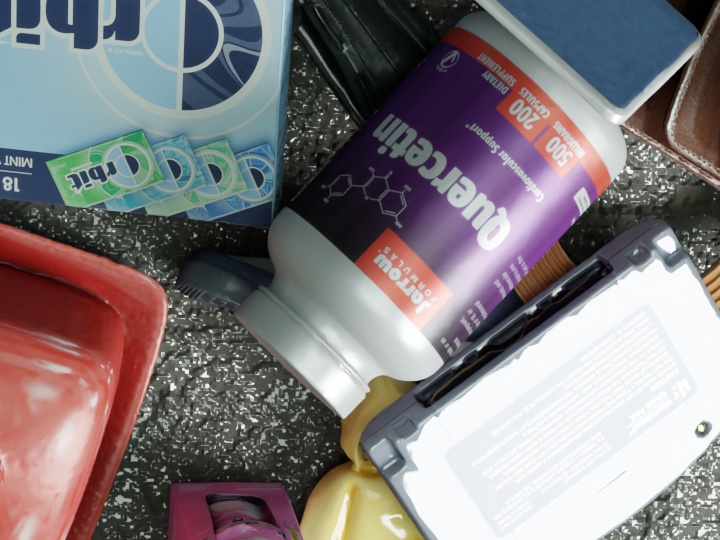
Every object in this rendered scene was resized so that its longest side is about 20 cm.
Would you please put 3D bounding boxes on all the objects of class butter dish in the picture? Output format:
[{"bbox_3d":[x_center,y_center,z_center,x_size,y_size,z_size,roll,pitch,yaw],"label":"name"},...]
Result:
[{"bbox_3d":[-0.207,0.083,1.283,0.198,0.148,0.201,18,101,-17],"label":"butter dish"}]

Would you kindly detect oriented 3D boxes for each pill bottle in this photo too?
[{"bbox_3d":[0.032,-0.025,1.263,0.200,0.112,0.112,-47,110,-5],"label":"pill bottle"}]

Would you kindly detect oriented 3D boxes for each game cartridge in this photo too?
[{"bbox_3d":[0.111,0.080,1.350,0.199,0.041,0.134,-36,115,-5],"label":"game cartridge"}]

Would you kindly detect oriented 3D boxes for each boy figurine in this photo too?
[{"bbox_3d":[0.025,0.145,1.396,0.123,0.064,0.202,-3,110,-9],"label":"boy figurine"}]

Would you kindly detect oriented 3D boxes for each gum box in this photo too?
[{"bbox_3d":[-0.118,-0.128,1.255,0.168,0.045,0.202,6,114,4],"label":"gum box"},{"bbox_3d":[-0.069,0.218,1.369,0.066,0.114,0.202,1,106,-12],"label":"gum box"}]

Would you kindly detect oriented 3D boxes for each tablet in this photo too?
[{"bbox_3d":[0.076,-0.159,1.255,0.200,0.130,0.014,43,125,4],"label":"tablet"}]

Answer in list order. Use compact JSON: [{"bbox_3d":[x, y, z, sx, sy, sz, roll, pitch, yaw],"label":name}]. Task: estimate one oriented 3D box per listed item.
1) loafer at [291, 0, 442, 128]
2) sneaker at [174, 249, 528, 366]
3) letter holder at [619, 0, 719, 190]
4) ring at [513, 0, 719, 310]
[{"bbox_3d":[-0.034,-0.146,1.293,0.070,0.068,0.201,-48,113,-5],"label":"loafer"},{"bbox_3d":[0.000,0.000,1.353,0.199,0.070,0.083,12,88,-20],"label":"sneaker"},{"bbox_3d":[0.227,-0.140,1.317,0.142,0.101,0.201,29,90,-20],"label":"letter holder"},{"bbox_3d":[0.154,-0.053,1.370,0.199,0.019,0.202,-3,99,-21],"label":"ring"}]
